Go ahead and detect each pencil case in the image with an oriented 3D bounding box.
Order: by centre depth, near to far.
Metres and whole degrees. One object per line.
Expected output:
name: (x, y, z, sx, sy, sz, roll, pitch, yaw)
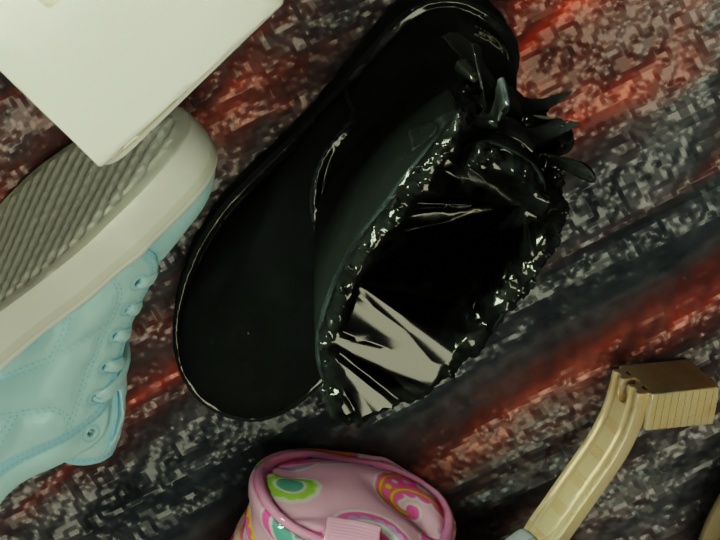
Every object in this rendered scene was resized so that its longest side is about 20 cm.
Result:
pencil case: (-0.026, 0.167, 1.137, 0.087, 0.088, 0.201, 13, 114, -11)

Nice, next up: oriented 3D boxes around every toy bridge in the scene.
toy bridge: (0.086, 0.130, 1.147, 0.067, 0.027, 0.201, -4, 119, -27)

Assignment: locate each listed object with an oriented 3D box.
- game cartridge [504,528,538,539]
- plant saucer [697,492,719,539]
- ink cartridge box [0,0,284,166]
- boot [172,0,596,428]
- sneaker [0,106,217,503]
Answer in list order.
game cartridge: (0.048, 0.198, 1.126, 0.133, 0.040, 0.200, -37, 131, -9)
plant saucer: (0.225, 0.117, 1.166, 0.199, 0.030, 0.201, -2, 116, -4)
ink cartridge box: (-0.122, -0.148, 0.937, 0.083, 0.145, 0.200, -40, 114, 12)
boot: (0.000, 0.001, 1.011, 0.073, 0.163, 0.199, 30, 110, -17)
sneaker: (-0.107, 0.024, 1.071, 0.082, 0.074, 0.200, 34, 117, -29)
